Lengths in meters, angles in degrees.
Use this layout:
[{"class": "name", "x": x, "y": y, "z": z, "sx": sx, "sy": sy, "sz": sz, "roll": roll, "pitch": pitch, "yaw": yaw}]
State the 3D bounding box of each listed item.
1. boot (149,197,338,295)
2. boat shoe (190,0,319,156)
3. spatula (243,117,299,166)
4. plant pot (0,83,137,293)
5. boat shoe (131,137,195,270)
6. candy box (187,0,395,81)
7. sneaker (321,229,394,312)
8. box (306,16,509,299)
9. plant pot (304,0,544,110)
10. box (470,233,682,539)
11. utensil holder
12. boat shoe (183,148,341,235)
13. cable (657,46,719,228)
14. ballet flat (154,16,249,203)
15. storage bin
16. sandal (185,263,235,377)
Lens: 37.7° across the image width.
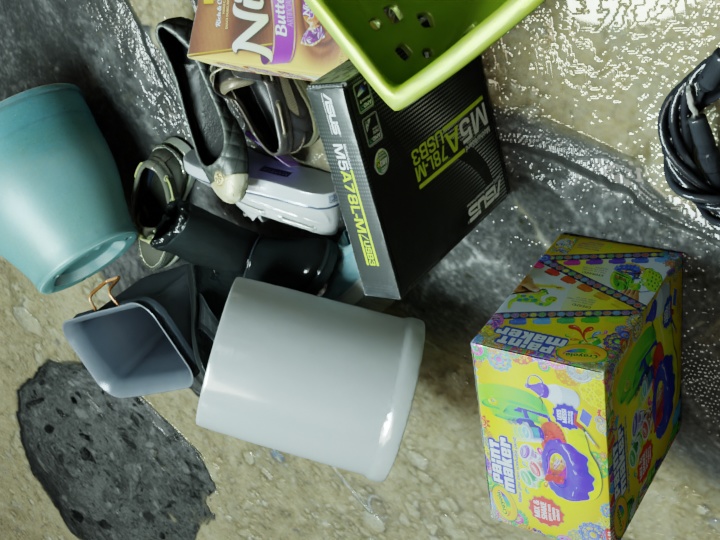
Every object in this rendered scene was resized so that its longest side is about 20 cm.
[{"class": "boot", "x": -0.131, "y": -0.026, "z": 1.148, "sx": 0.162, "sy": 0.074, "sz": 0.198, "roll": 28, "pitch": 163, "yaw": -22}, {"class": "boat shoe", "x": -0.111, "y": -0.206, "z": 1.064, "sx": 0.074, "sy": 0.073, "sz": 0.200, "roll": -26, "pitch": 102, "yaw": 45}, {"class": "spatula", "x": -0.134, "y": -0.184, "z": 1.128, "sx": 0.021, "sy": 0.057, "sz": 0.200, "roll": -38, "pitch": 85, "yaw": 14}, {"class": "plant pot", "x": -0.365, "y": -0.085, "z": 1.241, "sx": 0.188, "sy": 0.200, "sz": 0.200, "roll": 56, "pitch": 137, "yaw": 5}, {"class": "boat shoe", "x": -0.248, "y": -0.070, "z": 1.281, "sx": 0.072, "sy": 0.060, "sz": 0.202, "roll": 34, "pitch": 135, "yaw": 14}, {"class": "candy box", "x": -0.063, "y": -0.235, "z": 0.953, "sx": 0.199, "sy": 0.056, "sz": 0.117, "roll": 15, "pitch": 95, "yaw": 38}, {"class": "sneaker", "x": 0.000, "y": 0.000, "z": 1.144, "sx": 0.200, "sy": 0.074, "sz": 0.082, "roll": -42, "pitch": 61, "yaw": 52}, {"class": "box", "x": 0.050, "y": -0.108, "z": 0.915, "sx": 0.047, "sy": 0.200, "sz": 0.194, "roll": 3, "pitch": 121, "yaw": 39}, {"class": "plant pot", "x": 0.069, "y": -0.273, "z": 0.794, "sx": 0.200, "sy": 0.181, "sz": 0.199, "roll": 53, "pitch": 136, "yaw": -5}, {"class": "box", "x": 0.202, "y": 0.106, "z": 0.954, "sx": 0.121, "sy": 0.193, "sz": 0.201, "roll": 11, "pitch": 127, "yaw": 32}, {"class": "utensil holder", "x": -0.052, "y": 0.108, "z": 1.079, "sx": 0.199, "sy": 0.170, "sz": 0.170, "roll": 15, "pitch": 133, "yaw": -2}, {"class": "boat shoe", "x": -0.110, "y": -0.084, "z": 1.152, "sx": 0.199, "sy": 0.074, "sz": 0.066, "roll": 20, "pitch": 127, "yaw": 28}, {"class": "cable", "x": 0.326, "y": -0.083, "z": 0.822, "sx": 0.200, "sy": 0.051, "sz": 0.163, "roll": 42, "pitch": 137, "yaw": 5}, {"class": "ballet flat", "x": -0.167, "y": -0.163, "z": 1.092, "sx": 0.066, "sy": 0.057, "sz": 0.201, "roll": -19, "pitch": 91, "yaw": 37}, {"class": "storage bin", "x": -0.259, "y": 0.058, "z": 1.326, "sx": 0.199, "sy": 0.134, "sz": 0.146, "roll": -14, "pitch": 114, "yaw": 43}, {"class": "sandal", "x": -0.164, "y": 0.054, "z": 1.245, "sx": 0.048, "sy": 0.075, "sz": 0.202, "roll": -26, "pitch": 75, "yaw": 52}]
